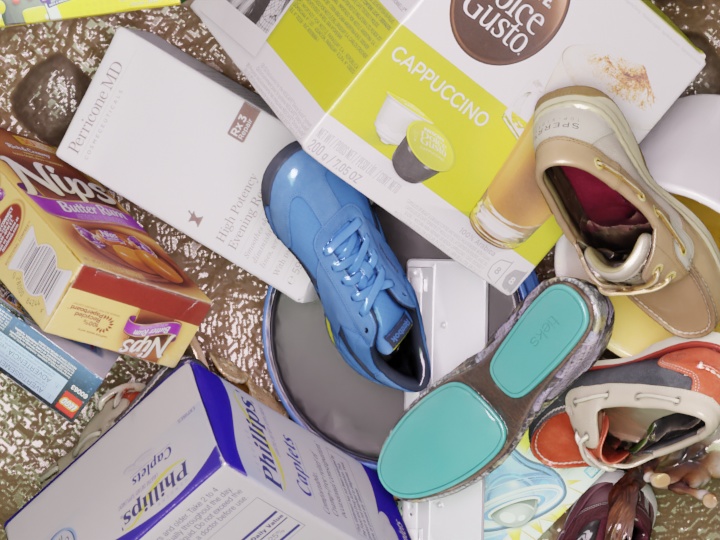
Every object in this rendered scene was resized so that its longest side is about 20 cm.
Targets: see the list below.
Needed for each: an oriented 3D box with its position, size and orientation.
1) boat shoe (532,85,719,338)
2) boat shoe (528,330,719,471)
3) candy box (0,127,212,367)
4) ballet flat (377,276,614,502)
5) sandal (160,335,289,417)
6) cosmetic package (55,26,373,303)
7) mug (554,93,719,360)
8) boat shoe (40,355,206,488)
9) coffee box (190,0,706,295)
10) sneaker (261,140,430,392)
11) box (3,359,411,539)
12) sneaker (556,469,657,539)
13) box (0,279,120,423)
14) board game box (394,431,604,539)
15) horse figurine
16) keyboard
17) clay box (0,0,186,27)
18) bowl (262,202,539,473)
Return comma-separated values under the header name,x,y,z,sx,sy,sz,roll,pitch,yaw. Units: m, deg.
name,x,y,z,sx,sy,sz,roll,pitch,yaw
boat shoe,0.158,-0.020,1.496,0.074,0.067,0.200,-17,128,34
boat shoe,0.172,0.097,1.607,0.071,0.063,0.200,38,145,-19
candy box,-0.197,-0.022,1.611,0.116,0.200,0.057,19,107,-46
ballet flat,0.094,0.079,1.602,0.072,0.072,0.200,42,114,-5
sandal,-0.079,0.117,1.723,0.069,0.077,0.213,-23,108,-25
cosmetic package,-0.093,-0.071,1.651,0.199,0.074,0.102,29,98,10
mug,0.212,-0.026,1.628,0.149,0.153,0.187,33,134,-2
boat shoe,-0.160,0.114,1.672,0.063,0.071,0.200,58,136,20
coffee box,0.054,-0.149,1.551,0.199,0.200,0.198,34,101,-37
sneaker,0.000,0.000,1.572,0.066,0.078,0.201,-37,133,-13
box,-0.095,0.183,1.606,0.184,0.105,0.200,-41,131,17
sneaker,0.144,0.238,1.698,0.075,0.116,0.201,21,101,-2
box,-0.217,0.021,1.631,0.136,0.200,0.038,36,102,-4
board game box,0.063,0.151,1.726,0.135,0.034,0.200,43,99,-5
horse figurine,0.246,0.123,1.654,0.199,0.133,0.050,-19,97,-2
keyboard,0.056,0.093,1.650,0.056,0.011,0.202,1,91,8
clay box,-0.212,-0.189,1.636,0.198,0.115,0.048,-6,100,3
bowl,0.027,0.041,1.681,0.199,0.039,0.202,0,90,13
